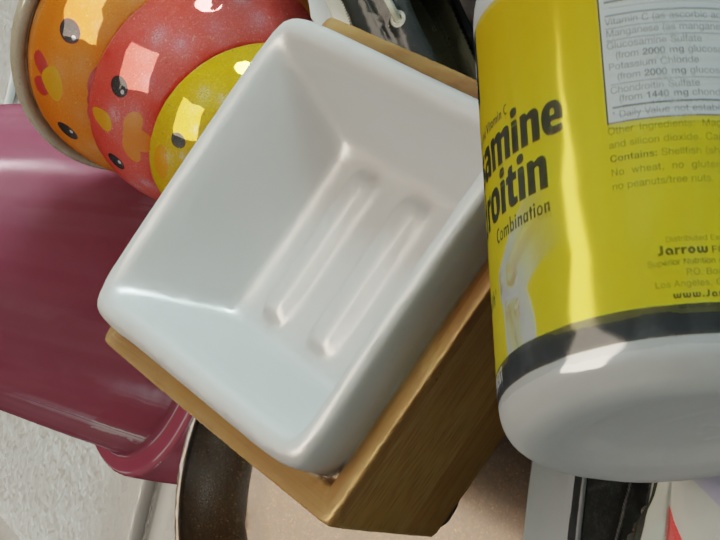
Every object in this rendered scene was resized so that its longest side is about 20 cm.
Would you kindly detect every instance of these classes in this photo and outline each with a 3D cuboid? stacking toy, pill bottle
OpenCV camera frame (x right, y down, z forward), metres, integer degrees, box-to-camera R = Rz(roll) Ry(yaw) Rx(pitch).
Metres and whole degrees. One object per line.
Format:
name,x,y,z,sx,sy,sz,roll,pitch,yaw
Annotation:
stacking toy,-0.054,-0.066,1.110,0.200,0.145,0.147,50,125,47
pill bottle,0.092,-0.044,0.799,0.112,0.111,0.201,-36,51,55

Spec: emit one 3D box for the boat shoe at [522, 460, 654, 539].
boat shoe,0.087,0.133,0.888,0.074,0.068,0.201,83,-168,-60

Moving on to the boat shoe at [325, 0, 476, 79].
boat shoe,0.018,-0.120,1.093,0.060,0.075,0.201,-21,84,30

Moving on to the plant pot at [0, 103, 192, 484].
plant pot,-0.137,-0.002,1.276,0.200,0.178,0.201,-37,48,56

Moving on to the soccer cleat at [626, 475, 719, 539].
soccer cleat,0.130,0.064,0.847,0.068,0.073,0.201,72,-153,-55

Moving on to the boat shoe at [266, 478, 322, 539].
boat shoe,0.001,0.087,1.082,0.072,0.063,0.202,-3,76,21

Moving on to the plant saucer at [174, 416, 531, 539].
plant saucer,0.016,0.087,1.010,0.199,0.032,0.202,-9,72,30

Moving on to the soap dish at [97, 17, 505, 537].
soap dish,0.000,0.000,0.947,0.158,0.081,0.200,-56,32,-2
